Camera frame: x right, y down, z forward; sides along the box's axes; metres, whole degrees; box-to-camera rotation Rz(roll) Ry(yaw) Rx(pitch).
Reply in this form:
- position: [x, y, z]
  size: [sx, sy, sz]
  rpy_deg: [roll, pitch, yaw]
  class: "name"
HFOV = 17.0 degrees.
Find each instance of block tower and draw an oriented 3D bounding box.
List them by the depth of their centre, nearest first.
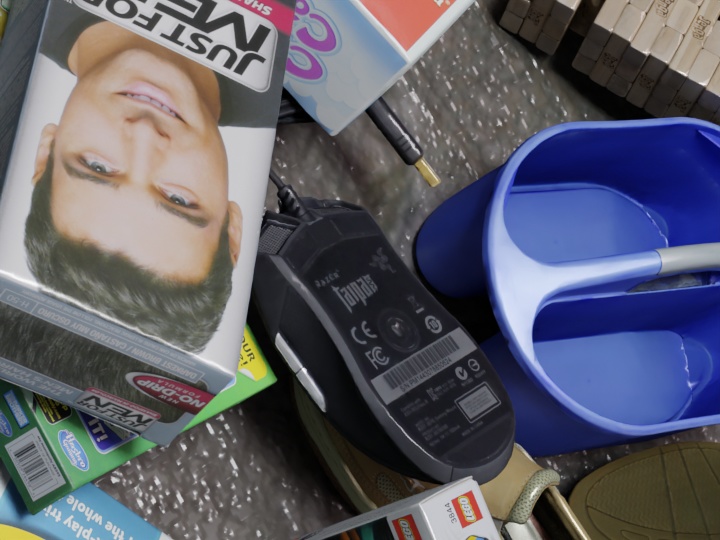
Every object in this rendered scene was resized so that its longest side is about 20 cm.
- position: [0.166, -0.096, 1.137]
  size: [0.199, 0.054, 0.058]
  rpy_deg: [29, 70, 3]
  class: "block tower"

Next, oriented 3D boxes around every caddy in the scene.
- position: [0.122, 0.006, 1.086]
  size: [0.199, 0.105, 0.143]
  rpy_deg: [-5, 78, -37]
  class: "caddy"

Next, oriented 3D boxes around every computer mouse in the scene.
- position: [0.000, 0.000, 1.001]
  size: [0.200, 0.046, 0.140]
  rpy_deg: [49, 41, 4]
  class: "computer mouse"

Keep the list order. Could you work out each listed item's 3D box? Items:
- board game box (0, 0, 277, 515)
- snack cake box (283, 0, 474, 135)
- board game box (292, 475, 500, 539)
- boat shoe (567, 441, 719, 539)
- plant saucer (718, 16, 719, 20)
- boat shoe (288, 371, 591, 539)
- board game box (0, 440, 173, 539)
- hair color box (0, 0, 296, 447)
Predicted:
- position: [-0.123, -0.022, 0.927]
  size: [0.134, 0.029, 0.201]
  rpy_deg: [-26, 88, -53]
  class: "board game box"
- position: [-0.035, -0.171, 1.004]
  size: [0.200, 0.067, 0.115]
  rpy_deg: [46, 48, -4]
  class: "snack cake box"
- position: [0.035, 0.191, 0.946]
  size: [0.034, 0.126, 0.201]
  rpy_deg: [-20, 86, -39]
  class: "board game box"
- position: [0.184, 0.119, 1.117]
  size: [0.199, 0.066, 0.072]
  rpy_deg: [-6, 63, -18]
  class: "boat shoe"
- position: [0.235, -0.109, 1.170]
  size: [0.200, 0.200, 0.032]
  rpy_deg: [33, 86, -23]
  class: "plant saucer"
- position: [0.055, 0.095, 1.025]
  size: [0.200, 0.076, 0.072]
  rpy_deg: [47, 56, -11]
  class: "boat shoe"
- position: [-0.145, 0.165, 0.875]
  size: [0.151, 0.047, 0.201]
  rpy_deg: [37, 56, -20]
  class: "board game box"
- position: [-0.087, -0.046, 0.894]
  size: [0.098, 0.061, 0.201]
  rpy_deg: [24, 50, -20]
  class: "hair color box"
